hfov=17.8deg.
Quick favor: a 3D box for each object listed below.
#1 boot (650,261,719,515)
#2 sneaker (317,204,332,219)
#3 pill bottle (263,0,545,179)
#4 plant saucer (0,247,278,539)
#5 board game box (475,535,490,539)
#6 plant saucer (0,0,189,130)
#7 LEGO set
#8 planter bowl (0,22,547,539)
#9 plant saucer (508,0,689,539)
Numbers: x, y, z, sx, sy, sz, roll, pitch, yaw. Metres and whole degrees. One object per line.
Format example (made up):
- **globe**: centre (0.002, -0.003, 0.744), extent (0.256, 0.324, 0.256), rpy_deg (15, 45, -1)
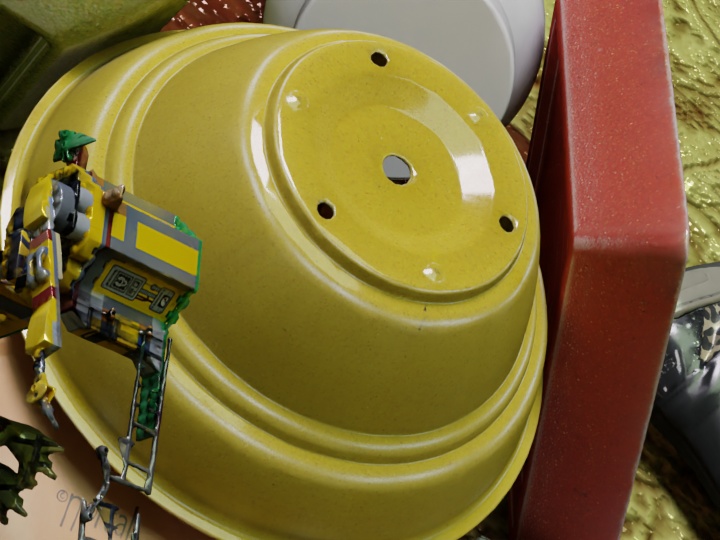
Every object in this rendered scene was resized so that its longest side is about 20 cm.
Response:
- **boot**: centre (0.207, 0.066, 0.997), extent (0.203, 0.073, 0.154), rpy_deg (-9, 60, -38)
- **sneaker**: centre (-0.111, 0.008, 0.797), extent (0.200, 0.092, 0.076), rpy_deg (-8, 93, -23)
- **pill bottle**: centre (0.019, -0.107, 0.934), extent (0.112, 0.112, 0.200), rpy_deg (33, 18, -9)
- **plant saucer**: centre (-0.103, 0.080, 0.695), extent (0.200, 0.032, 0.200), rpy_deg (10, 65, -22)
- **board game box**: centre (0.106, 0.171, 0.765), extent (0.200, 0.034, 0.135), rpy_deg (18, 34, 15)
- **plant saucer**: centre (-0.166, -0.116, 0.801), extent (0.200, 0.200, 0.048), rpy_deg (31, 72, -12)
- **LEGO set**: centre (-0.131, 0.053, 0.583), extent (0.116, 0.154, 0.200), rpy_deg (27, 65, -41)
- **planter bowl**: centre (-0.005, -0.014, 0.727), extent (0.200, 0.083, 0.200), rpy_deg (17, 53, -24)
- **plant saucer**: centre (0.082, 0.002, 0.864), extent (0.037, 0.200, 0.200), rpy_deg (5, 40, -3)
